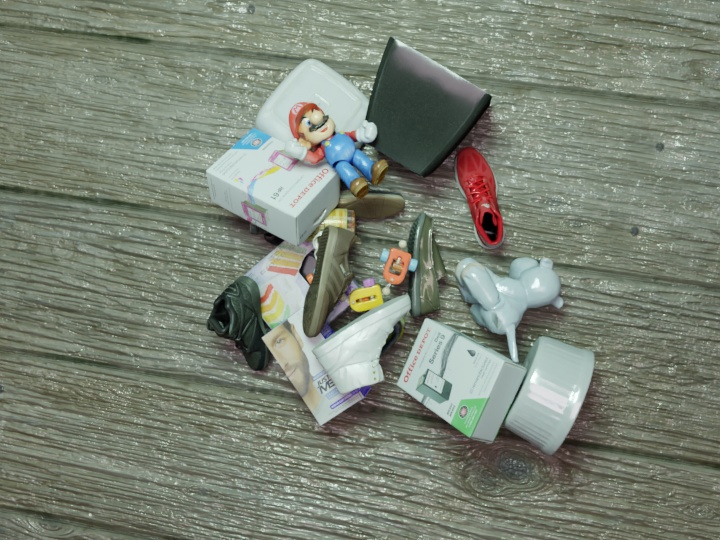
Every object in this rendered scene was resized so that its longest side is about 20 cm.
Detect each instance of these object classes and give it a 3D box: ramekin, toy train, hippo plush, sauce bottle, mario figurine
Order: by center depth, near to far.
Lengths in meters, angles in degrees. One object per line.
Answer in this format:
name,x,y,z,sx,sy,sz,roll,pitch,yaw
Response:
mario figurine,-0.048,-0.220,1.047,0.200,0.123,0.106,43,125,13
ramekin,0.334,0.218,1.109,0.097,0.200,0.203,24,94,11
hippo plush,0.277,0.026,1.119,0.159,0.200,0.161,-30,110,-2
toy train,0.000,0.000,1.155,0.197,0.056,0.152,14,96,-1
sauce bottle,-0.107,-0.085,1.157,0.197,0.066,0.067,-1,92,-4

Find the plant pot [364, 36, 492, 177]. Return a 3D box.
plant pot,0.108,-0.283,1.124,0.199,0.200,0.179,32,105,3

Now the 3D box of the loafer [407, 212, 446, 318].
loafer,0.129,-0.010,1.188,0.069,0.075,0.203,1,96,-6

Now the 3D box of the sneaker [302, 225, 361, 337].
sneaker,-0.047,0.025,1.090,0.075,0.070,0.203,13,91,-22

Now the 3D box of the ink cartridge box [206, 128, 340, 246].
ink cartridge box,-0.153,-0.153,1.111,0.198,0.085,0.145,28,56,15

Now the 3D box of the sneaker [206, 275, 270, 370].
sneaker,-0.236,0.122,1.177,0.075,0.114,0.202,16,126,32

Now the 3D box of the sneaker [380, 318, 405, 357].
sneaker,0.004,0.157,1.193,0.074,0.081,0.200,44,95,3

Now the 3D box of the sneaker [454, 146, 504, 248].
sneaker,0.231,-0.141,1.145,0.077,0.116,0.203,-21,90,6

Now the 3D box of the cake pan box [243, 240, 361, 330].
cake pan box,-0.115,0.032,1.218,0.199,0.052,0.185,-38,90,4

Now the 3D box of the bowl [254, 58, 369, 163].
bowl,-0.084,-0.297,1.170,0.199,0.075,0.200,38,79,4

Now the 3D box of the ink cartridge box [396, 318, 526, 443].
ink cartridge box,0.178,0.196,1.120,0.199,0.084,0.148,27,94,48

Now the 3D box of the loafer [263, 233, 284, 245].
loafer,-0.145,-0.148,1.207,0.071,0.063,0.203,17,92,5

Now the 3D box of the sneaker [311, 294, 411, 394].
sneaker,0.025,0.137,1.096,0.199,0.074,0.116,-32,91,-6

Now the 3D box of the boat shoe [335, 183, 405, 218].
boat shoe,-0.013,-0.142,1.194,0.197,0.072,0.066,-3,59,4

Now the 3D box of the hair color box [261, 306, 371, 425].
hair color box,-0.082,0.174,1.155,0.109,0.065,0.201,-35,87,17
